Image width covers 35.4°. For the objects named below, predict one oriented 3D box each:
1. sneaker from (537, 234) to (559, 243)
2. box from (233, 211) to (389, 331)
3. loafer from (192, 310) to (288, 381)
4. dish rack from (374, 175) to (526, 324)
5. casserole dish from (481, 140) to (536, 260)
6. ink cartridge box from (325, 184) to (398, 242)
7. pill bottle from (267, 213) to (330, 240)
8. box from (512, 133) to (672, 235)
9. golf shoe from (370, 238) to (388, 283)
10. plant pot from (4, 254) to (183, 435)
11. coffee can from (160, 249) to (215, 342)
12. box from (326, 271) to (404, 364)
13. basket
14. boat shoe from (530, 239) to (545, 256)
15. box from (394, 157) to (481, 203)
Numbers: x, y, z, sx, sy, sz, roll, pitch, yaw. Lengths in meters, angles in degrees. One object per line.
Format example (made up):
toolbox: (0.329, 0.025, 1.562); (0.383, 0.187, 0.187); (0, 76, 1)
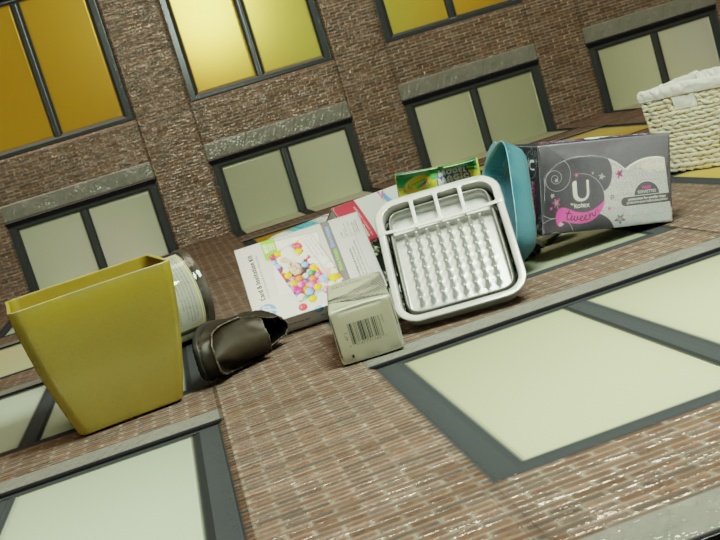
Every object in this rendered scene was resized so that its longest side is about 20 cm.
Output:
sneaker: (0.232, -0.070, 1.757); (0.200, 0.077, 0.075); (-12, 8, 24)
box: (-0.074, 0.006, 1.679); (0.200, 0.041, 0.156); (-18, 52, -4)
loafer: (-0.157, 0.089, 1.506); (0.071, 0.073, 0.200); (-13, 10, 23)
dish rack: (0.116, -0.021, 1.454); (0.171, 0.044, 0.200); (-15, 52, 5)
casserole dish: (0.210, -0.088, 1.591); (0.039, 0.200, 0.121); (1, -24, -13)
ink cartridge box: (0.035, -0.063, 1.874); (0.200, 0.086, 0.148); (-20, -25, -27)
pill bottle: (-0.076, -0.037, 2.037); (0.111, 0.111, 0.200); (-9, 11, 42)
box: (0.332, -0.124, 1.619); (0.200, 0.132, 0.115); (-6, 7, -10)
golf shoe: (0.000, 0.000, 1.778); (0.200, 0.077, 0.088); (-22, 4, -30)
plant pot: (-0.325, 0.096, 1.444); (0.200, 0.177, 0.200); (-20, 9, -16)
coffee can: (-0.352, 0.067, 1.791); (0.200, 0.147, 0.146); (-22, 10, -29)
box: (0.003, 0.056, 1.419); (0.082, 0.069, 0.200); (-17, 9, -1)
basket: (0.645, -0.282, 2.023); (0.200, 0.161, 0.198); (-23, 10, -33)
boat shoe: (0.186, -0.039, 1.696); (0.200, 0.060, 0.074); (14, -13, 40)
box: (0.112, -0.110, 1.584); (0.117, 0.048, 0.200); (-11, -11, 5)
